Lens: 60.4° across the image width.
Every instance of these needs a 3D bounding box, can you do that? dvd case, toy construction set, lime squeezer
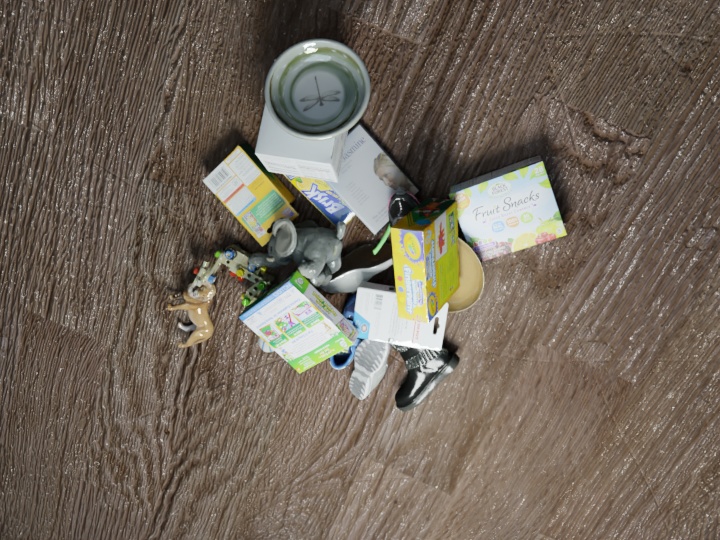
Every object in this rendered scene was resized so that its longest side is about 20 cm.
[{"bbox_3d":[0.015,-0.196,1.322,0.143,0.018,0.200,-45,98,-8],"label":"dvd case"},{"bbox_3d":[-0.291,0.016,1.471,0.199,0.092,0.131,23,115,-10],"label":"toy construction set"},{"bbox_3d":[0.109,-0.104,1.357,0.199,0.038,0.071,-22,88,7],"label":"lime squeezer"}]

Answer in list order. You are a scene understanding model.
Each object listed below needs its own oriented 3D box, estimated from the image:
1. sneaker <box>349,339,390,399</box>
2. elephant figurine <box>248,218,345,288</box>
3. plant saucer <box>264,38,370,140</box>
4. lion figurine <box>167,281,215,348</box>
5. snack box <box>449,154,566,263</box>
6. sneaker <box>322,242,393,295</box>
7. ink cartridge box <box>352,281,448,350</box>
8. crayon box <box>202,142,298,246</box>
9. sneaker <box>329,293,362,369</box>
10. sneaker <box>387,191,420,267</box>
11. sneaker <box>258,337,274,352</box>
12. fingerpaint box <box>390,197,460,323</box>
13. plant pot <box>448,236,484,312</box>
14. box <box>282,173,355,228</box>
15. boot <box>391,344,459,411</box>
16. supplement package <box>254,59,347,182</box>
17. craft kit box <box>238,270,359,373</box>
[{"bbox_3d":[0.030,0.216,1.475,0.075,0.082,0.200,40,132,21],"label":"sneaker"},{"bbox_3d":[-0.145,-0.057,1.361,0.200,0.155,0.142,31,158,22],"label":"elephant figurine"},{"bbox_3d":[-0.079,-0.334,1.168,0.199,0.050,0.201,-1,81,4],"label":"plant saucer"},{"bbox_3d":[-0.406,0.110,1.545,0.122,0.073,0.201,-6,125,0],"label":"lion figurine"},{"bbox_3d":[0.307,-0.126,1.299,0.199,0.068,0.169,-18,108,17],"label":"snack box"},{"bbox_3d":[0.000,0.000,1.425,0.199,0.073,0.085,-20,141,10],"label":"sneaker"},{"bbox_3d":[0.088,0.100,1.363,0.199,0.067,0.116,10,100,7],"label":"ink cartridge box"},{"bbox_3d":[-0.241,-0.171,1.402,0.126,0.052,0.200,-37,99,22],"label":"crayon box"},{"bbox_3d":[-0.023,0.150,1.468,0.074,0.082,0.201,20,112,5],"label":"sneaker"},{"bbox_3d":[0.093,-0.064,1.292,0.079,0.095,0.201,-1,119,13],"label":"sneaker"},{"bbox_3d":[-0.184,0.145,1.485,0.076,0.105,0.200,45,112,-8],"label":"sneaker"},{"bbox_3d":[0.134,-0.023,1.249,0.073,0.167,0.201,9,121,29],"label":"fingerpaint box"},{"bbox_3d":[0.180,-0.001,1.360,0.199,0.027,0.201,16,124,25],"label":"plant pot"},{"bbox_3d":[-0.090,-0.186,1.354,0.200,0.070,0.064,44,109,-8],"label":"box"},{"bbox_3d":[0.114,0.221,1.469,0.158,0.079,0.211,39,108,-8],"label":"boot"},{"bbox_3d":[-0.108,-0.300,1.247,0.155,0.111,0.201,9,81,7],"label":"supplement package"},{"bbox_3d":[-0.137,0.119,1.360,0.200,0.049,0.198,-32,106,39],"label":"craft kit box"}]
